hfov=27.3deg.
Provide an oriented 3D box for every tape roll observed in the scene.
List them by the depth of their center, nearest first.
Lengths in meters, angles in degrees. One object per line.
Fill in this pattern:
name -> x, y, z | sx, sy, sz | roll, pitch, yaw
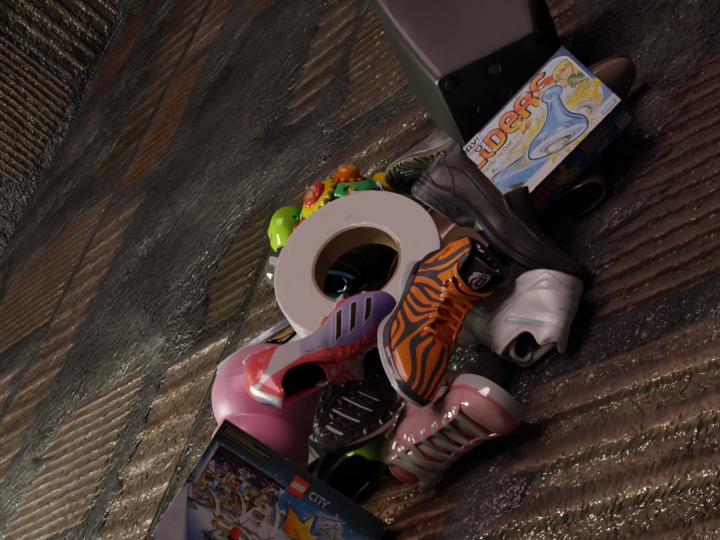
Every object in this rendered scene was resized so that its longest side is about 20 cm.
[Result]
tape roll -> 0.000, 0.000, 1.677 | 0.201, 0.037, 0.204 | -11, 53, 15

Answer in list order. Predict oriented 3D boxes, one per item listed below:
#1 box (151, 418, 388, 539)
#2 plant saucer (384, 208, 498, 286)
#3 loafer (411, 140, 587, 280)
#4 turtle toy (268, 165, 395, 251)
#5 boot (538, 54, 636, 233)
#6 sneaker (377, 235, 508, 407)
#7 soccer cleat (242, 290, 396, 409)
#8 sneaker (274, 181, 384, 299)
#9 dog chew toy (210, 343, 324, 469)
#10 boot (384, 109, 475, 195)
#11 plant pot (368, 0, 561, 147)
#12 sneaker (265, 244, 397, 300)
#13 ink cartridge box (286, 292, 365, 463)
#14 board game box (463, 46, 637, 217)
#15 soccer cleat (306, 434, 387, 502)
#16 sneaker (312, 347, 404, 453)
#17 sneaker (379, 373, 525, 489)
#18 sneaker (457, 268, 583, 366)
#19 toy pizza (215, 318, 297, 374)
box -> -0.091, 0.261, 1.491 | 0.137, 0.199, 0.038 | -57, 0, -13
plant saucer -> 0.106, -0.019, 1.724 | 0.200, 0.037, 0.201 | -41, 26, 25
loafer -> 0.149, -0.055, 1.499 | 0.073, 0.199, 0.073 | -57, -7, 4
turtle toy -> -0.044, -0.067, 1.996 | 0.199, 0.101, 0.146 | -29, 32, 44
boot -> 0.238, -0.128, 1.604 | 0.200, 0.070, 0.147 | -45, 30, 21
sneaker -> 0.083, 0.035, 1.452 | 0.112, 0.077, 0.201 | -36, 30, 35
soccer cleat -> -0.030, 0.085, 1.535 | 0.199, 0.067, 0.076 | -26, 36, -29
sneaker -> -0.033, -0.031, 1.885 | 0.199, 0.075, 0.088 | -32, 56, -8
dog chew toy -> -0.105, 0.182, 1.581 | 0.124, 0.124, 0.201 | -26, 48, 48
boot -> 0.119, -0.204, 1.921 | 0.181, 0.073, 0.201 | -21, 43, 30
plant pot -> 0.143, -0.264, 1.767 | 0.199, 0.200, 0.178 | -24, 48, 6
sneaker -> -0.015, 0.005, 1.793 | 0.082, 0.199, 0.074 | 41, 134, 44
ink cartridge box -> -0.058, 0.147, 1.739 | 0.200, 0.083, 0.146 | -41, 25, 24
board game box -> 0.184, -0.131, 1.584 | 0.200, 0.034, 0.136 | -46, 38, 9
soccer cleat -> -0.048, 0.245, 1.598 | 0.200, 0.067, 0.081 | -43, 17, 16
sneaker -> 0.003, 0.150, 1.523 | 0.200, 0.074, 0.080 | -36, -32, -65
sneaker -> 0.084, 0.165, 1.449 | 0.105, 0.075, 0.200 | -57, 15, -20
sneaker -> 0.145, 0.057, 1.500 | 0.200, 0.070, 0.081 | -23, 53, 58
toy pizza -> -0.091, 0.085, 1.860 | 0.199, 0.032, 0.200 | -31, -4, -2
